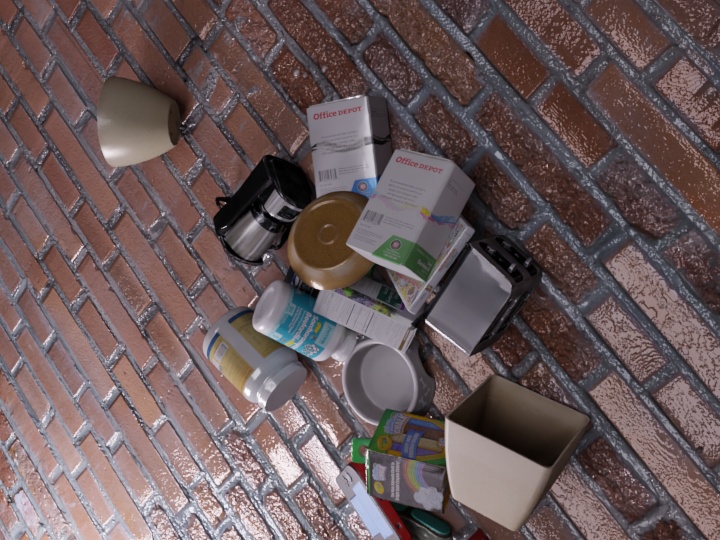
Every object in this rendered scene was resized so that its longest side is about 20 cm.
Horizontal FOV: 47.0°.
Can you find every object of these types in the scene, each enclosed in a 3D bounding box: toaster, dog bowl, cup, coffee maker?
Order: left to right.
[{"bbox_3d":[-0.487,-0.332,1.862,0.142,0.200,0.202,2,97,4],"label":"cup"},{"bbox_3d":[-0.214,-0.143,1.733,0.200,0.134,0.193,-45,72,26],"label":"coffee maker"},{"bbox_3d":[0.050,0.220,1.659,0.199,0.059,0.202,4,98,31],"label":"dog bowl"},{"bbox_3d":[0.213,0.046,1.469,0.118,0.180,0.201,40,113,20],"label":"toaster"}]

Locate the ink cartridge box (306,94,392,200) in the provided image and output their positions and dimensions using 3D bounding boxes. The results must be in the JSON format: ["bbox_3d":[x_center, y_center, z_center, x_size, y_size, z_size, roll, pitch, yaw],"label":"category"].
[{"bbox_3d":[-0.017,-0.233,1.633,0.144,0.084,0.202,-4,94,31],"label":"ink cartridge box"}]

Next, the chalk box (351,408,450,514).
[{"bbox_3d":[0.081,0.356,1.577,0.198,0.124,0.125,11,123,17],"label":"chalk box"}]

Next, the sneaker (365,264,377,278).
[{"bbox_3d":[0.000,0.000,1.661,0.199,0.074,0.084,-31,89,40],"label":"sneaker"}]

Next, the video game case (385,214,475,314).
[{"bbox_3d":[0.122,-0.035,1.511,0.023,0.200,0.183,30,103,-20],"label":"video game case"}]

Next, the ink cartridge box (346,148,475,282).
[{"bbox_3d":[0.088,-0.100,1.452,0.145,0.087,0.201,21,82,43],"label":"ink cartridge box"}]

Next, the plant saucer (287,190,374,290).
[{"bbox_3d":[-0.055,-0.064,1.558,0.198,0.035,0.202,-8,69,20],"label":"plant saucer"}]

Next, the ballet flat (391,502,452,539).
[{"bbox_3d":[0.091,0.494,1.660,0.199,0.067,0.064,32,115,24],"label":"ballet flat"}]

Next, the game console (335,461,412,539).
[{"bbox_3d":[0.022,0.486,1.671,0.201,0.031,0.177,55,151,15],"label":"game console"}]

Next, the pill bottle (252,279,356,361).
[{"bbox_3d":[-0.106,0.109,1.649,0.199,0.111,0.111,29,116,-20],"label":"pill bottle"}]

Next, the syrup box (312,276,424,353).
[{"bbox_3d":[0.018,0.072,1.602,0.199,0.079,0.082,24,122,3],"label":"syrup box"}]

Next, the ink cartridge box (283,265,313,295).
[{"bbox_3d":[-0.133,0.038,1.730,0.201,0.039,0.100,-68,24,18],"label":"ink cartridge box"}]

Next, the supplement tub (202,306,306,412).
[{"bbox_3d":[-0.225,0.189,1.770,0.200,0.144,0.145,42,114,21],"label":"supplement tub"}]

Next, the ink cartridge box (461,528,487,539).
[{"bbox_3d":[0.224,0.626,1.583,0.144,0.084,0.201,-45,74,26],"label":"ink cartridge box"}]

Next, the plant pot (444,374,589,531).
[{"bbox_3d":[0.263,0.334,1.473,0.199,0.200,0.179,22,117,27],"label":"plant pot"}]
